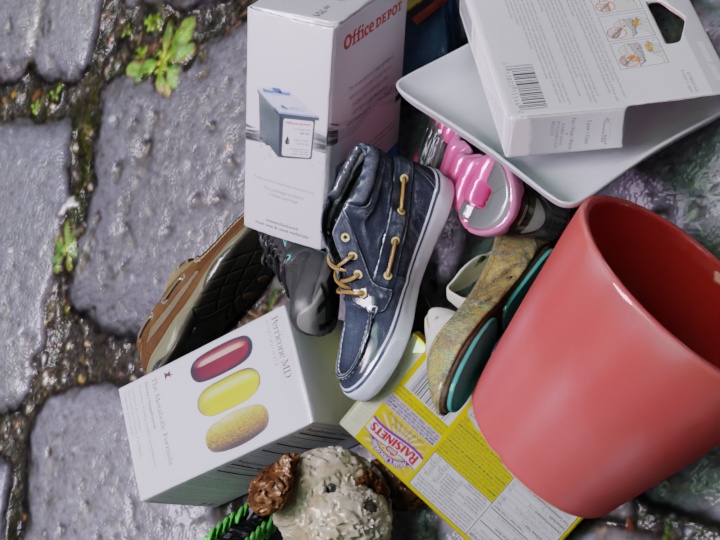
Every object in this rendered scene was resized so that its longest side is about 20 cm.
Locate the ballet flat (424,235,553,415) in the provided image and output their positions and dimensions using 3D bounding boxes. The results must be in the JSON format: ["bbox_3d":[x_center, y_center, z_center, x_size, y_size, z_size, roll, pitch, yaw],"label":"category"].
[{"bbox_3d":[0.090,0.037,1.165,0.070,0.071,0.200,8,43,35],"label":"ballet flat"}]

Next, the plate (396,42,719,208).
[{"bbox_3d":[0.162,-0.132,1.165,0.199,0.199,0.032,39,145,33],"label":"plate"}]

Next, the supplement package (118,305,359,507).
[{"bbox_3d":[-0.101,0.125,1.305,0.199,0.109,0.114,-28,66,27],"label":"supplement package"}]

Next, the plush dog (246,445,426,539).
[{"bbox_3d":[-0.014,0.229,1.195,0.160,0.199,0.173,-31,60,48],"label":"plush dog"}]

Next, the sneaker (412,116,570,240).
[{"bbox_3d":[0.111,-0.077,1.229,0.079,0.095,0.200,-68,28,20],"label":"sneaker"}]

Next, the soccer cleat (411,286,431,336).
[{"bbox_3d":[0.044,0.071,1.259,0.201,0.064,0.084,65,154,17],"label":"soccer cleat"}]

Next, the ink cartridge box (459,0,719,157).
[{"bbox_3d":[0.181,-0.175,1.153,0.175,0.045,0.201,-6,44,-4],"label":"ink cartridge box"}]

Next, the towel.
[{"bbox_3d":[0.002,-0.197,1.339,0.199,0.048,0.112,-17,62,29],"label":"towel"}]

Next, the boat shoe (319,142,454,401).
[{"bbox_3d":[0.000,0.000,1.179,0.071,0.090,0.201,10,80,63],"label":"boat shoe"}]

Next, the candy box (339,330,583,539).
[{"bbox_3d":[0.088,0.153,1.178,0.200,0.026,0.102,42,107,10],"label":"candy box"}]

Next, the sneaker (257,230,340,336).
[{"bbox_3d":[-0.052,-0.007,1.267,0.079,0.200,0.076,3,120,2],"label":"sneaker"}]

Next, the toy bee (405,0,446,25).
[{"bbox_3d":[-0.002,-0.300,1.295,0.200,0.109,0.131,30,81,47],"label":"toy bee"}]

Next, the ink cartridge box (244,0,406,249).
[{"bbox_3d":[-0.028,-0.143,1.227,0.085,0.146,0.201,15,122,22],"label":"ink cartridge box"}]

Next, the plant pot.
[{"bbox_3d":[0.189,0.074,1.080,0.178,0.200,0.201,-51,56,28],"label":"plant pot"}]

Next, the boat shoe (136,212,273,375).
[{"bbox_3d":[-0.155,0.020,1.388,0.200,0.075,0.074,-53,53,12],"label":"boat shoe"}]

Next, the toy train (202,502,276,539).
[{"bbox_3d":[-0.104,0.239,1.242,0.041,0.200,0.057,15,90,6],"label":"toy train"}]
